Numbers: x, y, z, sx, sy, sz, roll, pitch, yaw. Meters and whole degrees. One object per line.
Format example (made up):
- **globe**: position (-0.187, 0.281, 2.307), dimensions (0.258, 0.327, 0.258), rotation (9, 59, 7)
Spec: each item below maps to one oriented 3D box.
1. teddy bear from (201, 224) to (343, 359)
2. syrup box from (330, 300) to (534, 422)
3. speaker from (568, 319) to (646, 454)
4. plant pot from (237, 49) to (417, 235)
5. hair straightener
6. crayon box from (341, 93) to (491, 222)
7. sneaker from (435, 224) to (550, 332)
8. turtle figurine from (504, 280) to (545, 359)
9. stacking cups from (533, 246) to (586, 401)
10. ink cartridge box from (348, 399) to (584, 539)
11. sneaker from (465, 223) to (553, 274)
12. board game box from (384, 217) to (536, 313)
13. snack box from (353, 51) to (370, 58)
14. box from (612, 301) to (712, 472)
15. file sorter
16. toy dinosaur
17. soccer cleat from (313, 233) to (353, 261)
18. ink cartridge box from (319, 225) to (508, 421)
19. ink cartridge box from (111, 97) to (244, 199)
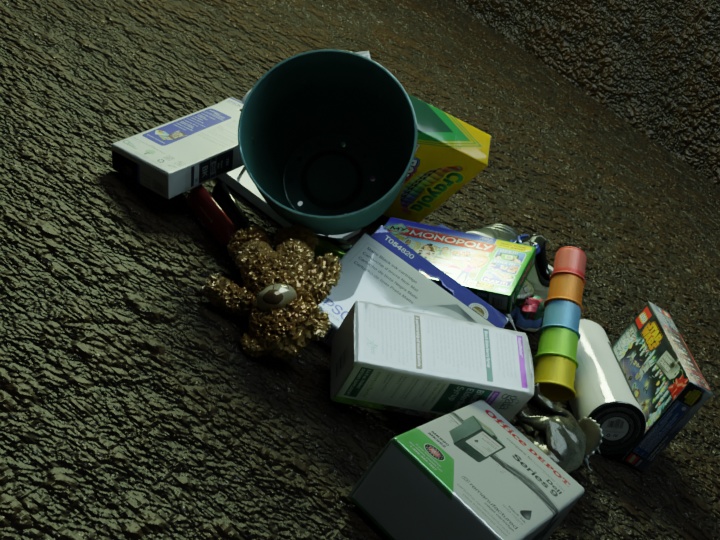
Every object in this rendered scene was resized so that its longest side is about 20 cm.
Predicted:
- **teddy bear**: position (-0.090, 0.007, 1.312), dimensions (0.145, 0.067, 0.200), rotation (13, 36, 3)
- **syrup box**: position (0.074, 0.101, 1.290), dimensions (0.200, 0.079, 0.082), rotation (13, 51, -16)
- **speaker**: position (0.299, 0.144, 1.577), dimensions (0.081, 0.081, 0.200), rotation (26, 23, -16)
- **plant pot**: position (-0.035, -0.132, 1.440), dimensions (0.200, 0.201, 0.161), rotation (37, -11, 10)
- **hair straightener**: position (-0.119, -0.035, 1.429), dimensions (0.077, 0.041, 0.200), rotation (-10, 47, -45)
- **crayon box**: position (0.054, -0.154, 1.711), dimensions (0.172, 0.200, 0.058), rotation (25, 56, -19)
- **sneaker**: position (0.199, -0.018, 1.729), dimensions (0.199, 0.115, 0.081), rotation (38, 22, 12)
- **turtle figurine**: position (0.172, 0.032, 1.626), dimensions (0.200, 0.101, 0.150), rotation (34, 22, 17)
- **stacking cups**: position (0.256, 0.062, 1.563), dimensions (0.060, 0.060, 0.200), rotation (23, 64, -22)
- **ink cartridge box**: position (0.106, 0.213, 1.175), dimensions (0.146, 0.084, 0.200), rotation (41, 23, 19)
- **sneaker**: position (0.244, -0.009, 1.825), dimensions (0.200, 0.071, 0.099), rotation (32, 27, 10)
- **board game box**: position (0.110, -0.009, 1.566), dimensions (0.200, 0.029, 0.135), rotation (12, 32, 16)
- **snack box**: position (-0.028, -0.230, 1.672), dimensions (0.072, 0.200, 0.024), rotation (-9, 69, -8)
- **box**: position (0.367, 0.145, 1.587), dimensions (0.040, 0.137, 0.200), rotation (29, 22, -16)
- **file sorter**: position (-0.075, -0.141, 1.609), dimensions (0.200, 0.125, 0.139), rotation (36, 22, 10)
- **toy dinosaur**: position (0.215, 0.190, 1.378), dimensions (0.102, 0.077, 0.200), rotation (31, 18, 15)
- **soccer cleat**: position (0.000, 0.000, 1.498), dimensions (0.200, 0.068, 0.081), rotation (25, 22, -12)
- **ink cartridge box**: position (0.056, 0.046, 1.405), dimensions (0.199, 0.041, 0.200), rotation (35, 48, 7)
- **ink cartridge box**: position (-0.190, -0.149, 1.476), dimensions (0.099, 0.039, 0.200), rotation (28, 39, 31)
